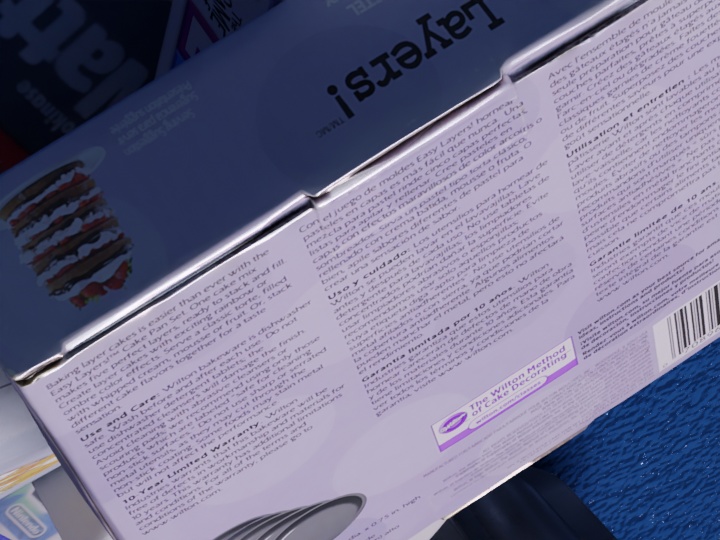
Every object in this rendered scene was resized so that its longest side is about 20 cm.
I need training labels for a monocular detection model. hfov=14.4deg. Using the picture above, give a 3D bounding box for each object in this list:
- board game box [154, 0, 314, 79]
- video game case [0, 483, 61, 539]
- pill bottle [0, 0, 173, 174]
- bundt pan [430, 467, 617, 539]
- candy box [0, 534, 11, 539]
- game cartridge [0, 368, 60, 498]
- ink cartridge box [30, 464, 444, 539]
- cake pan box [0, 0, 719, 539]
[{"bbox_3d":[0.014,-0.045,0.683,0.134,0.034,0.200,-20,149,-28],"label":"board game box"},{"bbox_3d":[-0.067,0.012,0.924,0.182,0.022,0.200,-33,148,0],"label":"video game case"},{"bbox_3d":[-0.088,-0.063,0.711,0.200,0.120,0.120,-41,147,12],"label":"pill bottle"},{"bbox_3d":[0.020,0.149,1.132,0.202,0.076,0.202,-22,146,-16],"label":"bundt pan"},{"bbox_3d":[-0.150,0.203,0.891,0.077,0.169,0.200,25,137,-17],"label":"candy box"},{"bbox_3d":[-0.136,0.059,0.802,0.200,0.042,0.133,-30,178,42],"label":"game cartridge"},{"bbox_3d":[0.000,0.000,0.865,0.146,0.084,0.200,3,134,-43],"label":"ink cartridge box"},{"bbox_3d":[0.017,-0.005,0.659,0.200,0.052,0.184,-33,155,-4],"label":"cake pan box"}]
